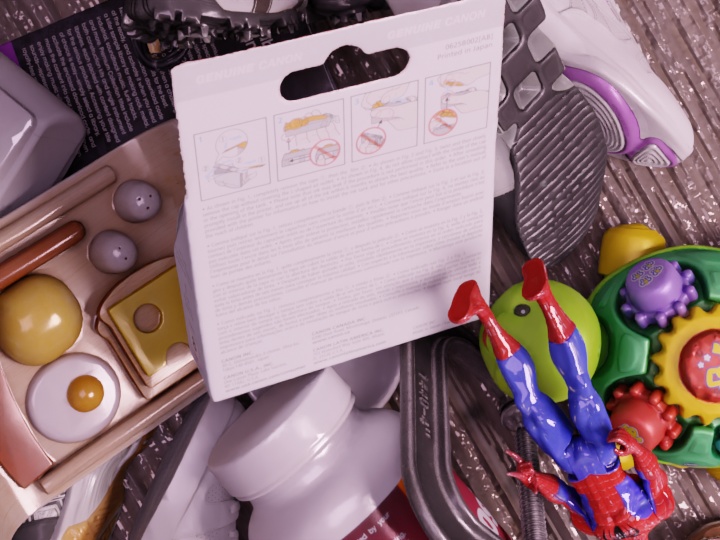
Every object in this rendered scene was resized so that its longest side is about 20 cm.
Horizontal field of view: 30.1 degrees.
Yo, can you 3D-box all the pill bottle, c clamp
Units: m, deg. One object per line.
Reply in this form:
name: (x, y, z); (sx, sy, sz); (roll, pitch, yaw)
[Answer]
pill bottle: (0.013, 0.151, 0.732); (0.113, 0.113, 0.200); (-40, 101, 2)
c clamp: (0.076, 0.116, 0.727); (0.171, 0.201, 0.027); (33, 126, -32)

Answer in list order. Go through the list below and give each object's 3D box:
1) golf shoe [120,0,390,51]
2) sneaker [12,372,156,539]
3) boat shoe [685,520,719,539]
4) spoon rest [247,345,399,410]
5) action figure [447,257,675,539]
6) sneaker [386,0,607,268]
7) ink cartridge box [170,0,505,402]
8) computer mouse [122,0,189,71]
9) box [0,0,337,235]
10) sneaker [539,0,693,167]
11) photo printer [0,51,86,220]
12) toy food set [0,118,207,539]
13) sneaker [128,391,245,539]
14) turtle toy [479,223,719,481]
golf shoe: (-0.053, -0.166, 0.686); (0.077, 0.200, 0.095); (2, 107, 33)
sneaker: (-0.181, 0.118, 0.780); (0.087, 0.076, 0.201); (23, 82, 7)
boat shoe: (0.276, 0.199, 0.759); (0.199, 0.072, 0.076); (21, 92, 1)
spoon rest: (0.000, 0.000, 0.771); (0.099, 0.061, 0.201); (28, 91, 1)
action figure: (0.113, 0.090, 0.694); (0.065, 0.052, 0.200); (-22, 117, 22)
sneaker: (0.072, -0.089, 0.732); (0.074, 0.088, 0.200); (-41, 131, -18)
ink cartridge box: (-0.012, -0.040, 0.656); (0.162, 0.057, 0.201); (-16, 128, -16)
computer mouse: (-0.134, -0.201, 0.712); (0.058, 0.034, 0.201); (-23, 81, 1)
box: (-0.113, -0.091, 0.778); (0.199, 0.036, 0.144); (-22, 82, 4)
sneaker: (0.125, -0.144, 0.756); (0.200, 0.075, 0.100); (43, 69, -10)
photo printer: (-0.271, -0.075, 0.753); (0.200, 0.069, 0.167); (39, 101, 16)
toy food set: (-0.142, 0.032, 0.701); (0.200, 0.060, 0.144); (-34, 106, -19)
sneaker: (-0.079, 0.175, 0.780); (0.115, 0.074, 0.201); (21, 91, -10)
turtle toy: (0.165, 0.047, 0.745); (0.199, 0.101, 0.147); (6, 91, 2)
